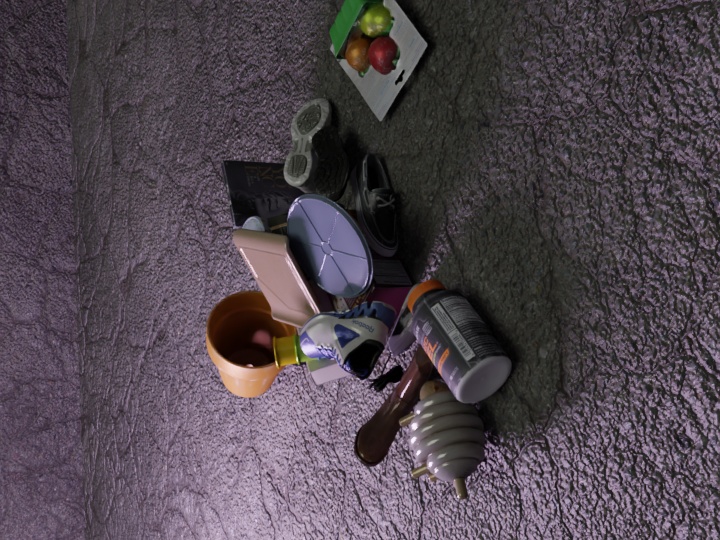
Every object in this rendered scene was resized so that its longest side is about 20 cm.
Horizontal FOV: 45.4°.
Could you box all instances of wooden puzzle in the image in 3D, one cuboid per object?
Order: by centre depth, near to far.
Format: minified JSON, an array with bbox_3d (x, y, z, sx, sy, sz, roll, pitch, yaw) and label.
[{"bbox_3d":[-0.147,0.014,1.621,0.183,0.037,0.203,11,131,50],"label":"wooden puzzle"}]

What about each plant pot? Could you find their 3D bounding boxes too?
[{"bbox_3d":[-0.246,0.181,1.917,0.185,0.197,0.202,105,146,-50],"label":"plant pot"}]

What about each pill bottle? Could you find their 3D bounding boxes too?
[{"bbox_3d":[0.150,0.106,1.387,0.201,0.105,0.107,57,134,39],"label":"pill bottle"}]

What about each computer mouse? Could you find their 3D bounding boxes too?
[{"bbox_3d":[0.080,0.118,1.504,0.043,0.109,0.203,27,100,23],"label":"computer mouse"}]

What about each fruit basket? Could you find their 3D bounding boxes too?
[{"bbox_3d":[0.034,-0.413,1.585,0.201,0.093,0.186,53,134,20],"label":"fruit basket"}]

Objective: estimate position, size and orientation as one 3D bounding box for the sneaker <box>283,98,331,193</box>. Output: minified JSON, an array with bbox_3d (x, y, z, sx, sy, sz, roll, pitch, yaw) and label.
[{"bbox_3d":[-0.100,-0.253,1.775,0.077,0.099,0.204,11,76,23],"label":"sneaker"}]

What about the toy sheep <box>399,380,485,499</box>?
[{"bbox_3d":[0.138,0.271,1.388,0.138,0.136,0.203,-47,49,45],"label":"toy sheep"}]

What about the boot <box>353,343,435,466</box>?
[{"bbox_3d":[0.070,0.217,1.466,0.064,0.187,0.201,32,127,3],"label":"boot"}]

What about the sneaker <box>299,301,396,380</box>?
[{"bbox_3d":[-0.030,0.132,1.489,0.197,0.080,0.117,-21,45,35],"label":"sneaker"}]

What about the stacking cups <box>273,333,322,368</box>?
[{"bbox_3d":[-0.063,0.140,1.614,0.061,0.196,0.062,-8,-90,-90],"label":"stacking cups"}]

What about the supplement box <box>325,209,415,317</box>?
[{"bbox_3d":[0.000,0.000,1.608,0.132,0.102,0.202,-58,45,37],"label":"supplement box"}]

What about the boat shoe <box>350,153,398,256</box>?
[{"bbox_3d":[0.035,-0.125,1.590,0.068,0.071,0.203,-48,46,47],"label":"boat shoe"}]

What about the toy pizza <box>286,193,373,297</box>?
[{"bbox_3d":[-0.050,-0.045,1.504,0.198,0.032,0.203,27,136,30],"label":"toy pizza"}]

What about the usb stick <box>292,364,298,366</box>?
[{"bbox_3d":[-0.127,0.167,1.768,0.200,0.032,0.057,60,-166,-84],"label":"usb stick"}]

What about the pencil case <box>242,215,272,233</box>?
[{"bbox_3d":[-0.146,-0.059,1.745,0.090,0.198,0.085,18,99,46],"label":"pencil case"}]

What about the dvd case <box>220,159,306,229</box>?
[{"bbox_3d":[-0.187,-0.157,1.795,0.016,0.197,0.151,-36,62,50],"label":"dvd case"}]

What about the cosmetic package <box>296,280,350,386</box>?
[{"bbox_3d":[-0.083,0.113,1.716,0.104,0.086,0.203,79,174,-65],"label":"cosmetic package"}]

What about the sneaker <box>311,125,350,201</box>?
[{"bbox_3d":[-0.042,-0.189,1.660,0.075,0.088,0.202,-21,42,15],"label":"sneaker"}]

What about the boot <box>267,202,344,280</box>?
[{"bbox_3d":[-0.086,-0.046,1.603,0.198,0.077,0.141,-5,100,53],"label":"boot"}]
